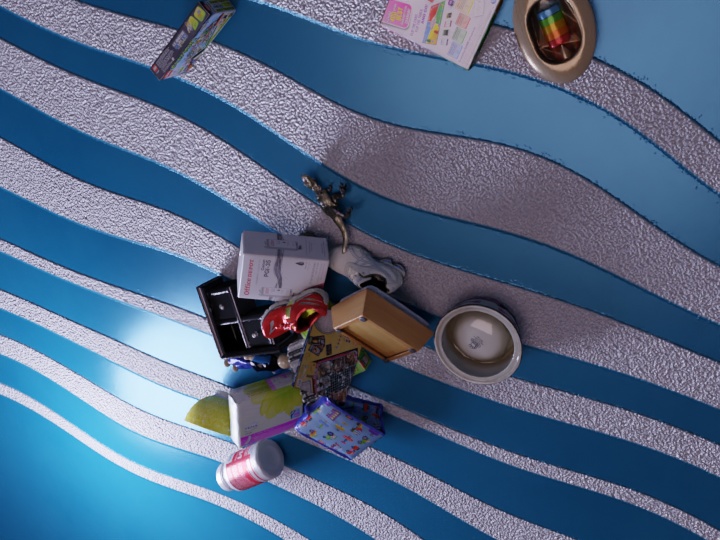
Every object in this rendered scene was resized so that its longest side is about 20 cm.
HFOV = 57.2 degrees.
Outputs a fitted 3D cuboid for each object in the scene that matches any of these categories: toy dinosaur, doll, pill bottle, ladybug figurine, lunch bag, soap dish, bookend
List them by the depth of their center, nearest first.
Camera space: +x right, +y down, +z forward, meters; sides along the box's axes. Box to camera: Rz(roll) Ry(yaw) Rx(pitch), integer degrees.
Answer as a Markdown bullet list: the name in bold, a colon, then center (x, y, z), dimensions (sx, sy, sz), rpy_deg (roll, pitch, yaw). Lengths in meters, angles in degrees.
- **ladybug figurine**: center (0.344, -0.435, 1.167), dimensions (0.134, 0.072, 0.202), rpy_deg (-15, 108, 29)
- **toy dinosaur**: center (-0.057, -0.143, 1.490), dimensions (0.088, 0.047, 0.202), rpy_deg (-26, 94, 44)
- **soap dish**: center (0.044, 0.128, 1.507), dimensions (0.199, 0.082, 0.157), rpy_deg (33, 147, -21)
- **bookend**: center (-0.286, 0.108, 1.668), dimensions (0.198, 0.092, 0.201), rpy_deg (-9, 103, 30)
- **lunch bag**: center (-0.060, 0.385, 1.673), dimensions (0.198, 0.095, 0.151), rpy_deg (26, 127, -28)
- **doll**: center (-0.268, 0.242, 1.746), dimensions (0.197, 0.049, 0.136), rpy_deg (-3, 154, 27)
- **pill bottle**: center (-0.324, 0.571, 1.914), dimensions (0.199, 0.112, 0.113), rpy_deg (-30, 100, 31)

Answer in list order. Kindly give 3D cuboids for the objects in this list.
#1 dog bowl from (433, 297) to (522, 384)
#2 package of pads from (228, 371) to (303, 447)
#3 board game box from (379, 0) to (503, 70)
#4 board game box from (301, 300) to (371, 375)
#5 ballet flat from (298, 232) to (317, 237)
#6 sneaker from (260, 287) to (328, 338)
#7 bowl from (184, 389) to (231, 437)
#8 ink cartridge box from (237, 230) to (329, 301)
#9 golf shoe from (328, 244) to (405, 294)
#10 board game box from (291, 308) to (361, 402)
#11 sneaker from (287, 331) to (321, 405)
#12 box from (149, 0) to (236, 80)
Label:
- **dog bowl**: center (0.269, 0.151, 1.481), dimensions (0.197, 0.074, 0.203), rpy_deg (10, 118, 18)
- **package of pads**: center (-0.246, 0.362, 1.737), dimensions (0.068, 0.198, 0.157), rpy_deg (37, 133, 49)
- **board game box**: center (0.153, -0.494, 1.240), dimensions (0.198, 0.040, 0.154), rpy_deg (30, 122, 7)
- **board game box**: center (-0.072, 0.176, 1.654), dimensions (0.101, 0.048, 0.201), rpy_deg (-29, 100, 32)
- **ballet flat**: center (-0.171, -0.019, 1.603), dimensions (0.067, 0.046, 0.200), rpy_deg (47, 123, -5)
- **sneaker**: center (-0.157, 0.112, 1.532), dimensions (0.199, 0.086, 0.077), rpy_deg (-32, 132, 25)
- **bowl**: center (-0.382, 0.396, 1.844), dimensions (0.197, 0.200, 0.109), rpy_deg (12, 76, 17)
- **ink cartridge box**: center (-0.182, -0.005, 1.532), dimensions (0.197, 0.083, 0.148), rpy_deg (5, 132, -13)
- **golf shoe**: center (0.000, 0.000, 1.510), dimensions (0.197, 0.097, 0.079), rpy_deg (15, 121, 17)
- **board game box**: center (-0.072, 0.200, 1.584), dimensions (0.134, 0.035, 0.203), rpy_deg (19, 87, -14)
- **sneaker**: center (-0.131, 0.248, 1.703), dimensions (0.074, 0.081, 0.203), rpy_deg (-16, 87, 30)
- **box**: center (-0.361, -0.496, 1.417), dimensions (0.199, 0.110, 0.035), rpy_deg (-38, 97, 33)
